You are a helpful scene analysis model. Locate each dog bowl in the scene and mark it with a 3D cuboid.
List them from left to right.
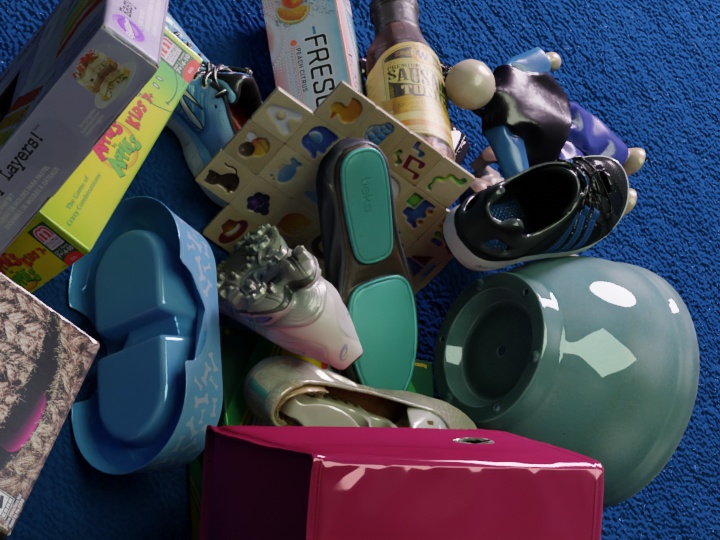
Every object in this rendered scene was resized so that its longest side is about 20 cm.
[{"bbox_3d":[-0.147,0.049,1.422,0.050,0.111,0.201,23,55,-47],"label":"dog bowl"}]

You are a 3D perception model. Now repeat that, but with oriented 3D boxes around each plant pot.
[{"bbox_3d":[0.142,0.074,1.574,0.134,0.200,0.201,21,57,-39],"label":"plant pot"}]

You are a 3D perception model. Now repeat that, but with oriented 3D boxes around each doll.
[{"bbox_3d":[0.146,-0.109,1.635,0.200,0.048,0.137,32,62,-33],"label":"doll"}]

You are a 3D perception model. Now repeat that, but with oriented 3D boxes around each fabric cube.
[{"bbox_3d":[0.018,0.204,1.307,0.199,0.196,0.201,4,90,-23],"label":"fabric cube"}]

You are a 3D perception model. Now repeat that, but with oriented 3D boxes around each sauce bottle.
[{"bbox_3d":[0.034,-0.145,1.614,0.066,0.066,0.200,22,42,-31],"label":"sauce bottle"}]

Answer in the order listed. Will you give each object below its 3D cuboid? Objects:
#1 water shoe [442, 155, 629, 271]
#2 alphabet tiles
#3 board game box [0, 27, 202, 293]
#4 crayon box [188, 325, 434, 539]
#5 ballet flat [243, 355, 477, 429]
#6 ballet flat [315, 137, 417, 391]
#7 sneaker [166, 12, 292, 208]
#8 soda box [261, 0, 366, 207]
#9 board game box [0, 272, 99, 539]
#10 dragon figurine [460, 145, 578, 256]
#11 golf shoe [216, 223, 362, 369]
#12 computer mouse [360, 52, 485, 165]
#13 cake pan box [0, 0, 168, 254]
[{"bbox_3d":[0.152,-0.049,1.544,0.200,0.079,0.072,-24,82,-41],"label":"water shoe"},{"bbox_3d":[-0.017,-0.050,1.545,0.200,0.166,0.006,34,25,-23],"label":"alphabet tiles"},{"bbox_3d":[-0.193,-0.079,1.444,0.048,0.102,0.200,41,49,-18],"label":"board game box"},{"bbox_3d":[-0.031,0.143,1.503,0.200,0.058,0.173,11,63,-36],"label":"crayon box"},{"bbox_3d":[0.007,0.116,1.458,0.200,0.062,0.068,17,102,-27],"label":"ballet flat"},{"bbox_3d":[0.000,0.000,1.509,0.073,0.073,0.201,-16,103,-43],"label":"ballet flat"},{"bbox_3d":[-0.117,-0.144,1.547,0.200,0.090,0.078,49,47,-10],"label":"sneaker"},{"bbox_3d":[-0.029,-0.135,1.611,0.068,0.063,0.201,56,23,-66],"label":"soda box"},{"bbox_3d":[-0.294,0.065,1.293,0.200,0.097,0.160,37,50,-21],"label":"board game box"},{"bbox_3d":[0.114,-0.054,1.717,0.199,0.100,0.059,14,57,-4],"label":"dragon figurine"},{"bbox_3d":[-0.057,0.027,1.467,0.078,0.200,0.097,-43,108,-3],"label":"golf shoe"},{"bbox_3d":[0.022,-0.108,1.654,0.140,0.046,0.200,31,67,12],"label":"computer mouse"},{"bbox_3d":[-0.203,-0.116,1.357,0.052,0.200,0.184,36,24,-18],"label":"cake pan box"}]
